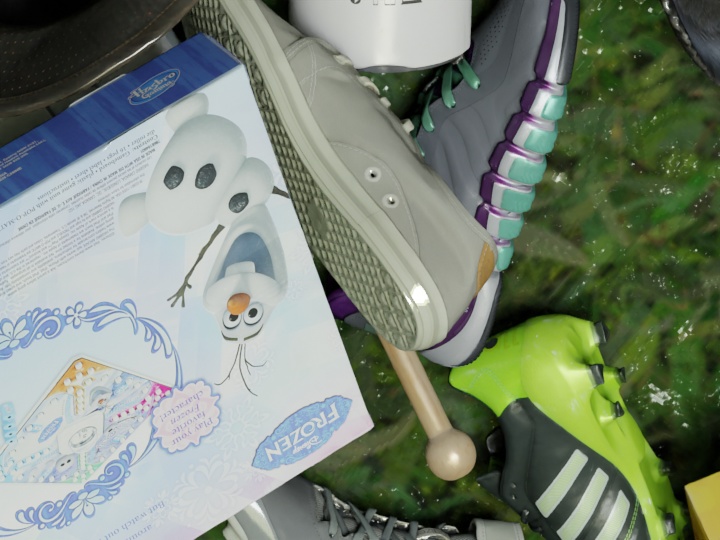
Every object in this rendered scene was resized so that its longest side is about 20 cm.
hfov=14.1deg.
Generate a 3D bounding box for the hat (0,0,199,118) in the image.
[{"bbox_3d":[-0.115,-0.140,1.200,0.200,0.201,0.081,-32,151,4],"label":"hat"}]

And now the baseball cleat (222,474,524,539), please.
[{"bbox_3d":[0.016,0.130,1.366,0.106,0.070,0.200,-33,126,17],"label":"baseball cleat"}]

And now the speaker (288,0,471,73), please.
[{"bbox_3d":[0.009,-0.190,1.224,0.081,0.081,0.201,-4,113,-9],"label":"speaker"}]

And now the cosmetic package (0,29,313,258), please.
[{"bbox_3d":[-0.144,-0.018,1.287,0.199,0.052,0.151,-33,112,4],"label":"cosmetic package"}]

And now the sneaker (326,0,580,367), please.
[{"bbox_3d":[0.036,-0.055,1.294,0.087,0.074,0.201,14,109,-7],"label":"sneaker"}]

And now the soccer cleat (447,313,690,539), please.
[{"bbox_3d":[0.105,0.105,1.384,0.081,0.068,0.201,-14,121,21],"label":"soccer cleat"}]

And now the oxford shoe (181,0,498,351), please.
[{"bbox_3d":[-0.011,-0.055,1.216,0.058,0.200,0.075,-29,160,-21],"label":"oxford shoe"}]

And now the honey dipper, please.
[{"bbox_3d":[0.000,0.000,1.279,0.038,0.038,0.201,-26,87,2],"label":"honey dipper"}]

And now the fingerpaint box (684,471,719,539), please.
[{"bbox_3d":[0.261,0.125,1.370,0.199,0.074,0.167,-22,149,0],"label":"fingerpaint box"}]

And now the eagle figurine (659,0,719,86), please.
[{"bbox_3d":[0.146,-0.146,1.239,0.199,0.152,0.152,9,70,-30],"label":"eagle figurine"}]

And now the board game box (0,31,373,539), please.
[{"bbox_3d":[-0.110,0.035,1.192,0.199,0.043,0.200,-31,128,-15],"label":"board game box"}]
